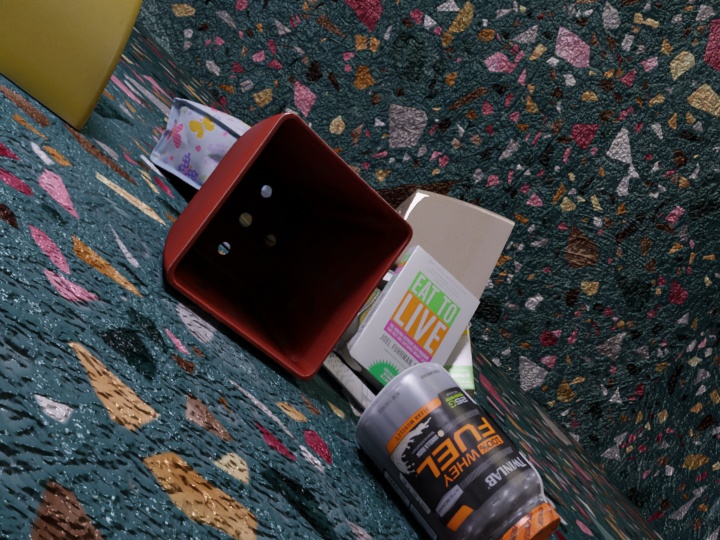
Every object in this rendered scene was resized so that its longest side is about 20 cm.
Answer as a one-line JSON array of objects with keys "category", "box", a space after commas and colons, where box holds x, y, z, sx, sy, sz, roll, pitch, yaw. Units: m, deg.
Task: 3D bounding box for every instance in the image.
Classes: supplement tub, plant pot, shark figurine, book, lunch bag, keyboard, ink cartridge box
[{"category": "supplement tub", "box": [0.096, 0.201, 0.811, 0.200, 0.123, 0.122, 46, 6, 28]}, {"category": "plant pot", "box": [-0.378, -0.330, 0.993, 0.199, 0.177, 0.200, 39, 6, -39]}, {"category": "plant pot", "box": [0.123, -0.025, 1.443, 0.175, 0.203, 0.200, 30, -17, -7]}, {"category": "shark figurine", "box": [-0.018, 0.036, 1.054, 0.128, 0.089, 0.216, 45, 16, -27]}, {"category": "book", "box": [0.072, 0.083, 1.173, 0.133, 0.202, 0.048, 42, -27, -17]}, {"category": "lunch bag", "box": [-0.180, -0.150, 1.205, 0.198, 0.129, 0.169, 30, 10, 24]}, {"category": "keyboard", "box": [-0.022, 0.126, 0.993, 0.200, 0.011, 0.056, 48, 8, -13]}, {"category": "ink cartridge box", "box": [0.137, 0.122, 1.284, 0.118, 0.066, 0.204, 86, 3, -56]}, {"category": "plant pot", "box": [-0.100, -0.038, 0.890, 0.199, 0.201, 0.176, 40, -7, -30]}]

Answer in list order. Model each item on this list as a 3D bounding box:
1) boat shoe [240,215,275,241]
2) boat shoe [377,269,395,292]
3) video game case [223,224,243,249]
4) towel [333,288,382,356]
[{"category": "boat shoe", "box": [-0.174, -0.105, 1.387, 0.074, 0.067, 0.200, 45, 6, 15]}, {"category": "boat shoe", "box": [0.000, 0.000, 1.264, 0.196, 0.070, 0.067, 15, 53, -7]}, {"category": "video game case", "box": [-0.139, -0.010, 1.193, 0.200, 0.018, 0.143, 43, 5, -10]}, {"category": "towel", "box": [0.030, 0.101, 1.212, 0.199, 0.023, 0.146, 39, 45, -34]}]
